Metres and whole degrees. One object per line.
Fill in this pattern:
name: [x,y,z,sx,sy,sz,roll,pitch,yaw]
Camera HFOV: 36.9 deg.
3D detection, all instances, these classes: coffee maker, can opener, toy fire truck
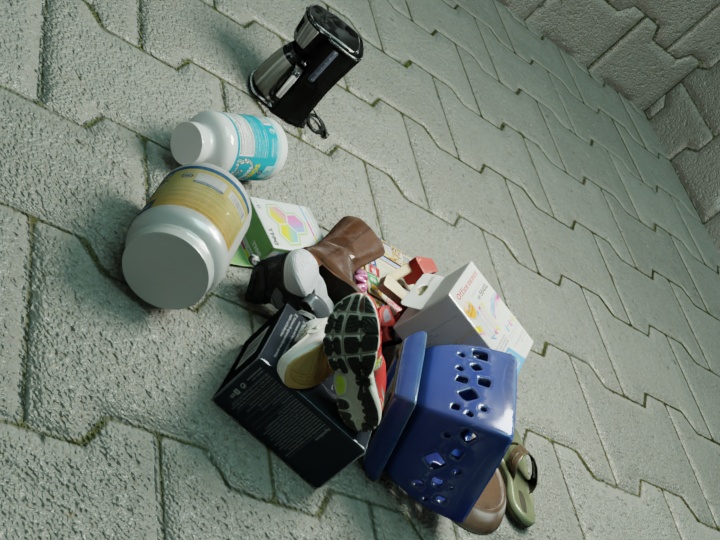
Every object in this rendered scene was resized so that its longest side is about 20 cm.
coffee maker: [-0.085,-0.388,2.090,0.192,0.200,0.135,20,40,-41]
can opener: [-0.036,0.119,1.612,0.067,0.053,0.200,-52,129,-26]
toy fire truck: [0.070,0.054,1.827,0.200,0.049,0.141,-7,71,-48]

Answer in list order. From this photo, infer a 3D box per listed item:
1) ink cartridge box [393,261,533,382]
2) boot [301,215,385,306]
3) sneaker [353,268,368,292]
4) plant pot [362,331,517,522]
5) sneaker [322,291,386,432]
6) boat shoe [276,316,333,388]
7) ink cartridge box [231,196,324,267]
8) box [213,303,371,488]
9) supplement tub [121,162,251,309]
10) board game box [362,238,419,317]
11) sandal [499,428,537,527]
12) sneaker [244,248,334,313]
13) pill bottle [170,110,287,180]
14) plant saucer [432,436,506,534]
ink cartridge box: [0.161,0.095,1.750,0.200,0.125,0.129,52,34,-8]
boot: [0.000,0.000,1.749,0.186,0.064,0.200,44,33,7]
sneaker: [-0.039,0.061,1.748,0.095,0.079,0.200,25,34,-24]
plant pot: [0.114,0.222,1.615,0.179,0.200,0.200,21,34,-3]
sneaker: [-0.002,0.114,1.435,0.077,0.201,0.085,6,25,15]
boat shoe: [-0.056,0.100,1.468,0.069,0.071,0.200,31,30,25]
ink cartridge box: [-0.146,-0.058,1.752,0.200,0.059,0.104,8,48,-50]
box: [-0.081,0.174,1.513,0.200,0.107,0.149,42,29,-10]
supplement tub: [-0.244,-0.050,1.519,0.145,0.145,0.200,41,29,-14]
board game box: [0.040,0.027,1.919,0.151,0.046,0.200,31,34,-30]
sandal: [0.278,0.346,1.850,0.080,0.057,0.201,29,34,-31]
sneaker: [-0.108,0.053,1.656,0.076,0.114,0.201,-51,134,-45]
pill bottle: [-0.219,-0.204,1.777,0.200,0.111,0.111,-5,58,-55]
plant saucer: [0.171,0.330,1.753,0.200,0.032,0.200,35,30,-24]
